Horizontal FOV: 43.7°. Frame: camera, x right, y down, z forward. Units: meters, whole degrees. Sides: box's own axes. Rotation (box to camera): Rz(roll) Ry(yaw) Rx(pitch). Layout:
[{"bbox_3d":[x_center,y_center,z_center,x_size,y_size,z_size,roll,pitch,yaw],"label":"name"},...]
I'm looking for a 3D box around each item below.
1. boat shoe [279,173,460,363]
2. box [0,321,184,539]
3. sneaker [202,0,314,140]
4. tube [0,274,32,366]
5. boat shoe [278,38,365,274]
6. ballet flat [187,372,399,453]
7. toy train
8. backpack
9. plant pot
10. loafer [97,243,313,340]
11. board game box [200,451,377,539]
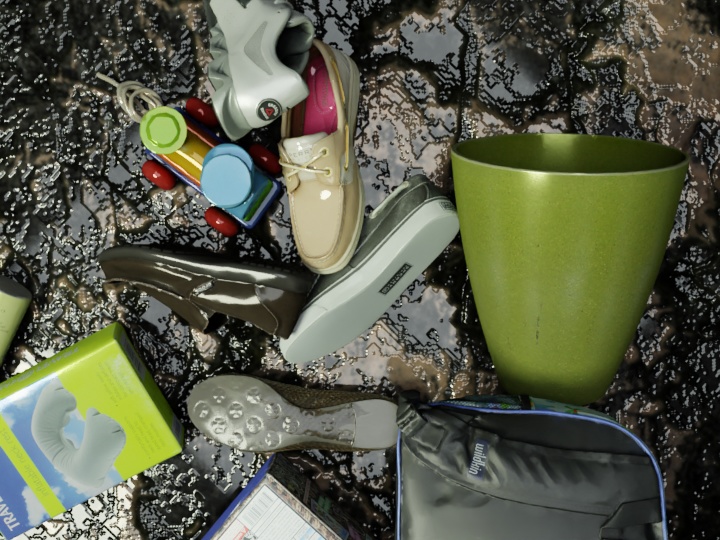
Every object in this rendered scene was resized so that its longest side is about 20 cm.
[{"bbox_3d":[0.000,0.000,0.792,0.200,0.071,0.064,-42,58,8],"label":"boat shoe"},{"bbox_3d":[-0.270,0.146,0.784,0.198,0.048,0.123,-27,109,0],"label":"box"},{"bbox_3d":[-0.081,-0.200,0.749,0.087,0.074,0.202,-18,58,10],"label":"sneaker"},{"bbox_3d":[-0.358,0.100,0.799,0.058,0.052,0.202,32,96,29],"label":"tube"},{"bbox_3d":[-0.040,-0.100,0.763,0.073,0.069,0.203,-8,75,24],"label":"boat shoe"},{"bbox_3d":[-0.055,0.128,0.803,0.197,0.046,0.069,3,87,5],"label":"ballet flat"},{"bbox_3d":[-0.162,-0.115,0.761,0.199,0.116,0.085,37,90,0],"label":"toy train"},{"bbox_3d":[0.129,0.188,0.700,0.197,0.147,0.186,0,83,9],"label":"backpack"},{"bbox_3d":[0.163,0.001,0.743,0.184,0.187,0.203,1,107,0],"label":"plant pot"},{"bbox_3d":[-0.139,0.019,0.769,0.197,0.073,0.073,9,95,19],"label":"loafer"},{"bbox_3d":[-0.053,0.288,0.773,0.200,0.097,0.160,42,91,0],"label":"board game box"}]
